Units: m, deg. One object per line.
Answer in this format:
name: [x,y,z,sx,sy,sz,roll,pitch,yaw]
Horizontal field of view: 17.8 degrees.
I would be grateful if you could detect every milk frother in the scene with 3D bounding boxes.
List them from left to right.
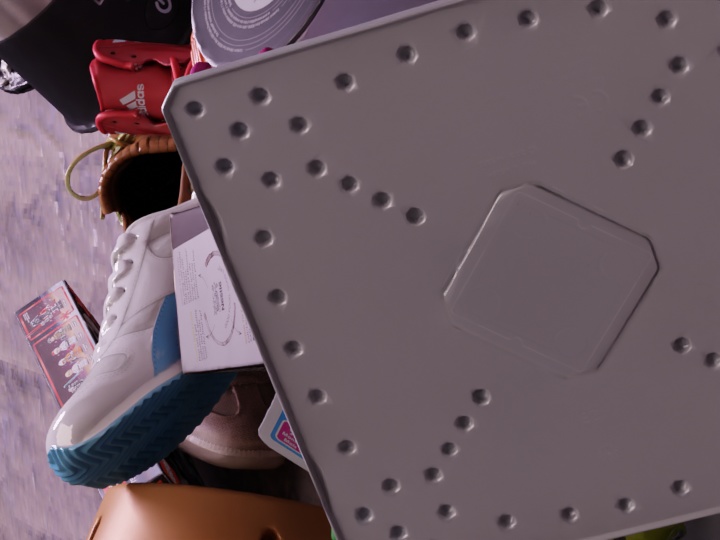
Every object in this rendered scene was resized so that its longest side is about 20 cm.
milk frother: [-0.214,-0.185,1.325,0.199,0.188,0.181,-27,35,35]

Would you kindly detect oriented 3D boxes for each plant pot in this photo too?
plant pot: [-0.070,0.188,1.148,0.200,0.198,0.141,160,122,-65]

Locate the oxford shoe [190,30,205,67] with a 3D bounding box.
oxford shoe: [-0.025,-0.080,0.907,0.200,0.072,0.072,115,141,-70]

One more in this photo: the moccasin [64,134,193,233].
moccasin: [-0.116,-0.049,1.286,0.074,0.077,0.202,-44,37,24]

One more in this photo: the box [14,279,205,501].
box: [-0.126,0.109,1.321,0.137,0.040,0.200,57,179,-39]

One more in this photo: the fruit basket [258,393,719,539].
fruit basket: [0.067,0.051,0.831,0.200,0.184,0.094,118,176,-53]

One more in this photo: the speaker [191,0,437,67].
speaker: [0.039,-0.069,0.815,0.081,0.199,0.082,-25,54,40]

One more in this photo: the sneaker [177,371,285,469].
sneaker: [-0.093,0.037,1.291,0.200,0.070,0.076,47,130,52]

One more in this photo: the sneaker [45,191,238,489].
sneaker: [-0.100,0.027,1.149,0.080,0.200,0.077,32,144,11]

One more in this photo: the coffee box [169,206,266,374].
coffee box: [0.000,0.000,1.027,0.200,0.112,0.081,168,97,-65]

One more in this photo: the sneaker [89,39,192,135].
sneaker: [-0.071,-0.080,1.166,0.200,0.115,0.079,-170,77,-65]

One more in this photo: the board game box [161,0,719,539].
board game box: [0.062,-0.002,0.744,0.026,0.198,0.201,-80,-28,-61]
